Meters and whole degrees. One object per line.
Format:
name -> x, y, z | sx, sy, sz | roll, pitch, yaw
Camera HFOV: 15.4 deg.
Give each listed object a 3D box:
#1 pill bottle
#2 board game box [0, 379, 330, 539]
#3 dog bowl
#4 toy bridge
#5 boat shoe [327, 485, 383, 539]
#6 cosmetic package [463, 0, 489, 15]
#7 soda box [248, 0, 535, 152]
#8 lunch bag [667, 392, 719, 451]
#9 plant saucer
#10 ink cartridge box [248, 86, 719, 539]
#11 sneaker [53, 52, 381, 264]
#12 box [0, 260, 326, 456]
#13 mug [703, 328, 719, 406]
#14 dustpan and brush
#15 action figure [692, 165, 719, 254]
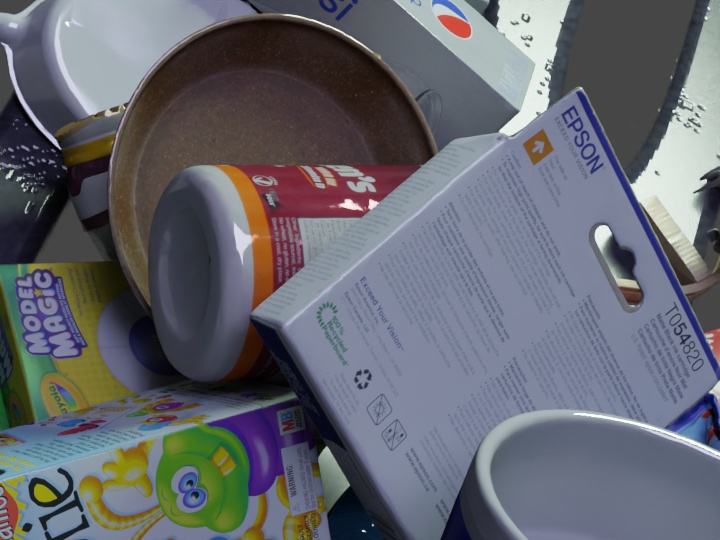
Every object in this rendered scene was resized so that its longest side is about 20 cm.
pill bottle -> 0.000, 0.000, 1.368 | 0.199, 0.110, 0.110 | -1, 58, -27
board game box -> -0.127, 0.127, 1.299 | 0.200, 0.105, 0.103 | -14, 100, -31
dog bowl -> 0.133, 0.151, 1.225 | 0.200, 0.079, 0.200 | 18, 23, -8
toy bridge -> 0.189, -0.012, 1.631 | 0.200, 0.027, 0.067 | -26, 77, -40
boat shoe -> -0.011, 0.174, 1.378 | 0.084, 0.069, 0.200 | 36, 52, 3
cosmetic package -> -0.011, -0.221, 1.652 | 0.200, 0.071, 0.102 | 24, 50, -9
soda box -> 0.007, -0.152, 1.580 | 0.200, 0.068, 0.063 | 41, 32, -13
lunch bag -> 0.146, 0.187, 1.381 | 0.200, 0.094, 0.151 | -32, 110, -3
plant saucer -> -0.049, -0.036, 1.428 | 0.200, 0.037, 0.201 | 3, 84, -26
ink cartridge box -> 0.067, 0.039, 1.327 | 0.200, 0.041, 0.200 | -38, 119, -18
sneaker -> -0.070, -0.065, 1.485 | 0.200, 0.075, 0.090 | -18, 95, -21
box -> -0.122, 0.052, 1.421 | 0.199, 0.048, 0.118 | -4, 59, -27
mug -> 0.163, 0.102, 1.502 | 0.200, 0.177, 0.134 | -13, 100, -28
dustpan and brush -> -0.172, -0.130, 1.525 | 0.200, 0.057, 0.140 | 26, 63, -18
action figure -> 0.262, 0.002, 1.578 | 0.069, 0.130, 0.201 | -8, 89, -30
